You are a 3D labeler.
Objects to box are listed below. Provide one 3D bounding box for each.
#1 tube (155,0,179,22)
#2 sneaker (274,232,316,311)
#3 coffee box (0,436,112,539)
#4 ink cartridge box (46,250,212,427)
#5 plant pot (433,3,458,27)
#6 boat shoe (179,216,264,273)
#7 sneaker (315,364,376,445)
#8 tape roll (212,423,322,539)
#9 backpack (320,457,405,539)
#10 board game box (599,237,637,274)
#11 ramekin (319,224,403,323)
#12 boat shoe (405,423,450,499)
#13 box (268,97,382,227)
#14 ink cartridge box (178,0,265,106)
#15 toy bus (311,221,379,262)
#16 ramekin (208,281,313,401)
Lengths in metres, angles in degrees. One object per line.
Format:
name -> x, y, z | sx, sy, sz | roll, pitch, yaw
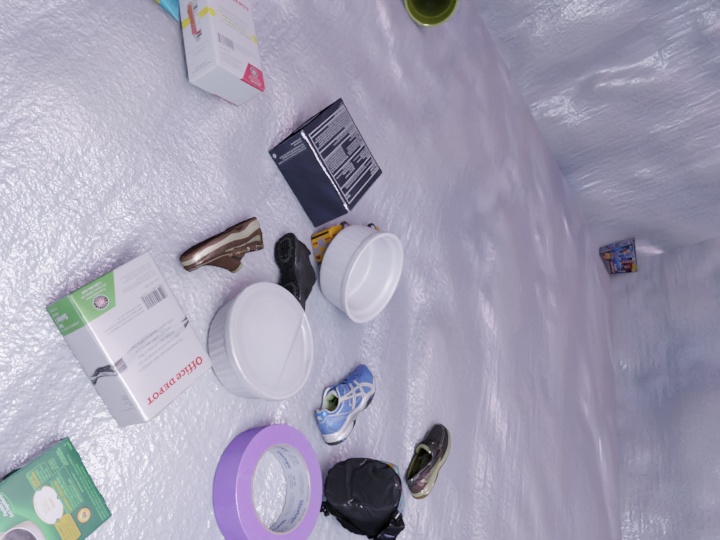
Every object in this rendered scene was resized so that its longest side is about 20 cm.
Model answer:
tube -> -0.406, -0.556, 1.040 | 0.199, 0.049, 0.080 | 35, 51, -48
sneaker -> -0.125, 0.029, 1.141 | 0.090, 0.074, 0.207 | 28, 56, -52
coffee box -> -0.408, 0.307, 0.659 | 0.199, 0.043, 0.126 | -39, 107, -53
ink cartridge box -> -0.329, 0.100, 0.820 | 0.146, 0.083, 0.205 | -41, 108, -52
plant pot -> 0.256, -1.017, 2.029 | 0.201, 0.196, 0.193 | 47, 31, -29
boat shoe -> -0.236, -0.032, 1.015 | 0.202, 0.073, 0.077 | -40, 112, -53
sneaker -> -0.027, 0.259, 1.163 | 0.079, 0.074, 0.201 | 60, 36, -21
tape roll -> -0.153, 0.371, 0.957 | 0.198, 0.064, 0.207 | 28, 53, -44
backpack -> 0.022, 0.437, 1.074 | 0.203, 0.161, 0.130 | 73, 28, -51
board game box -> 1.506, -0.082, 3.293 | 0.062, 0.194, 0.204 | -58, 135, -46
ramekin -> 0.000, 0.000, 1.229 | 0.198, 0.096, 0.206 | -32, 135, -38
boat shoe -> 0.161, 0.440, 1.343 | 0.067, 0.070, 0.202 | 59, 42, -24
box -> -0.074, -0.244, 1.279 | 0.201, 0.121, 0.201 | 57, 40, -17
ink cartridge box -> -0.276, -0.458, 1.123 | 0.144, 0.081, 0.207 | 9, 68, -59
toy bus -> -0.027, -0.065, 1.314 | 0.197, 0.064, 0.081 | -3, 77, -54
ramekin -> -0.180, 0.132, 0.999 | 0.200, 0.092, 0.209 | 27, 54, -44
